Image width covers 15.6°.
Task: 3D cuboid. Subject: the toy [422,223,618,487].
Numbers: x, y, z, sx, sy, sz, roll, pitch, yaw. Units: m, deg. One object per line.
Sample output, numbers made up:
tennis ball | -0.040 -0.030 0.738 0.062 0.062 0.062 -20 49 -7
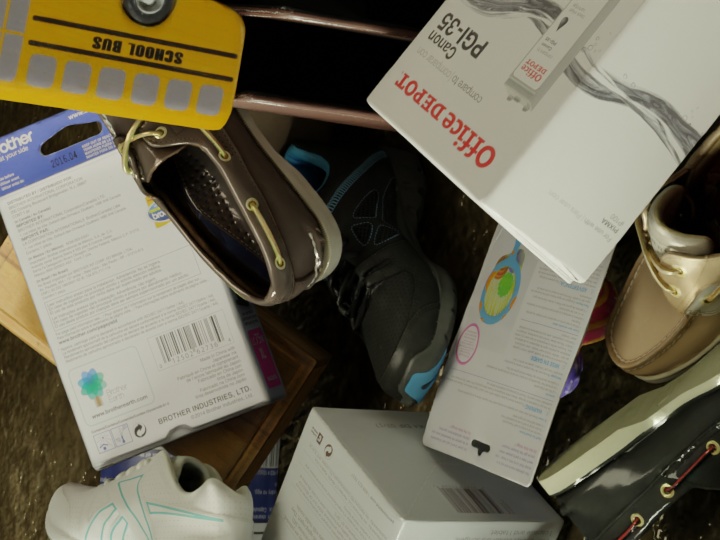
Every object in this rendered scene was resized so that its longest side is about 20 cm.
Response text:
toy | 0.107 0.012 1.390 0.115 0.047 0.201 16 89 62

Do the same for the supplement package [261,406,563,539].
supplement package | 0.009 0.190 1.455 0.110 0.113 0.201 47 125 47

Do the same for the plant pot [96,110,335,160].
plant pot | -0.087 -0.108 1.598 0.200 0.199 0.176 20 121 54

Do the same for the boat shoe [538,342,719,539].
boat shoe | 0.177 0.073 1.286 0.201 0.074 0.063 -40 90 33

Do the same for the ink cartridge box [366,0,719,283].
ink cartridge box | 0.115 -0.114 1.305 0.200 0.083 0.147 -51 34 4

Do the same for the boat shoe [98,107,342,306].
boat shoe | -0.095 -0.064 1.443 0.200 0.059 0.072 49 128 5

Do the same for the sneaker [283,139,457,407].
sneaker | 0.000 0.000 1.490 0.200 0.082 0.073 -106 36 -50

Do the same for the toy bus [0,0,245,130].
toy bus | -0.158 -0.123 1.315 0.065 0.199 0.079 19 101 53

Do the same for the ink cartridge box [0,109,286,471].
ink cartridge box | -0.132 0.001 1.517 0.119 0.042 0.201 -21 91 18

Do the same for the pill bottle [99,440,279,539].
pill bottle | -0.110 0.169 1.627 0.111 0.111 0.201 0 84 54

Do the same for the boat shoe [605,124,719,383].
boat shoe | 0.170 -0.023 1.297 0.200 0.069 0.074 -56 44 33

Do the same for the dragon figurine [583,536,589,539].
dragon figurine | 0.066 0.204 1.385 0.059 0.099 0.201 49 123 45

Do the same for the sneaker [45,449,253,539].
sneaker | -0.114 0.141 1.505 0.200 0.070 0.081 13 91 55

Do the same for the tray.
tray | -0.126 0.034 1.557 0.200 0.037 0.099 36 102 10

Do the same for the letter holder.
letter holder | 0.023 -0.126 1.408 0.142 0.199 0.101 10 93 54
